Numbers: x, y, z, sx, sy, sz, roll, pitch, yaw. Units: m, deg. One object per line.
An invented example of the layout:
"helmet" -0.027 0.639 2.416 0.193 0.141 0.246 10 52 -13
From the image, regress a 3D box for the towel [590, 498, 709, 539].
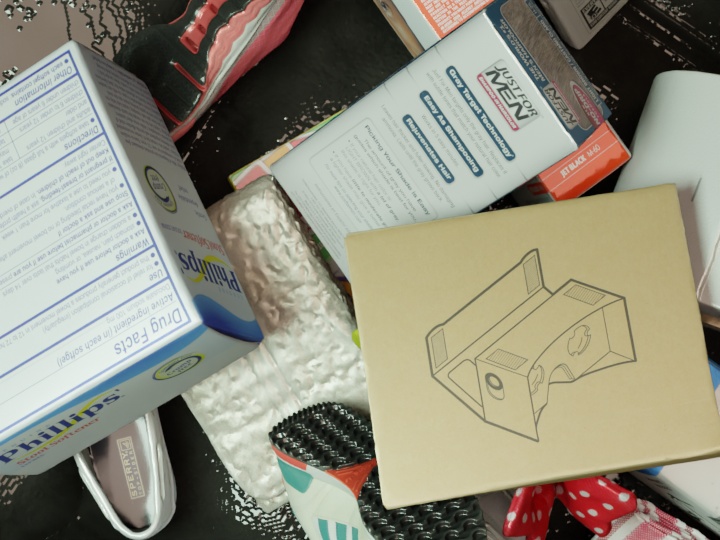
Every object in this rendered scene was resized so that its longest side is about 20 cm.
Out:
"towel" 0.225 0.242 1.160 0.200 0.030 0.146 32 127 -5

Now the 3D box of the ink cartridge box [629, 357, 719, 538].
"ink cartridge box" 0.241 0.126 1.136 0.200 0.146 0.084 36 86 -5

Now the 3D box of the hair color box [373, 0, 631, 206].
"hair color box" 0.085 -0.135 1.135 0.064 0.111 0.200 -35 93 -5

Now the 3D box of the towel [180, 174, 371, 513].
"towel" -0.062 0.050 1.146 0.132 0.034 0.200 -30 94 9

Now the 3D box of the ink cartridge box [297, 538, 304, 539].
"ink cartridge box" -0.079 0.272 1.080 0.047 0.198 0.200 34 88 -4

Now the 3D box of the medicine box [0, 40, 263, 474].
"medicine box" -0.189 -0.003 1.062 0.182 0.103 0.200 -30 74 13

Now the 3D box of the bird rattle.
"bird rattle" 0.099 0.079 1.088 0.113 0.163 0.200 -40 85 6

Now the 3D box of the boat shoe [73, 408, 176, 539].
"boat shoe" -0.166 0.080 1.134 0.073 0.065 0.201 -23 92 -4

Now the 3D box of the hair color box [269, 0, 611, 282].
"hair color box" 0.047 -0.080 1.074 0.200 0.061 0.100 -32 96 39

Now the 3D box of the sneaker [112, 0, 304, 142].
"sneaker" -0.088 -0.147 1.138 0.200 0.087 0.074 -49 64 17

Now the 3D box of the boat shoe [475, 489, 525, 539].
"boat shoe" 0.100 0.224 1.130 0.070 0.072 0.201 -15 113 32

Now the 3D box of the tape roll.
"tape roll" 0.260 -0.028 1.110 0.202 0.203 0.140 20 89 -6

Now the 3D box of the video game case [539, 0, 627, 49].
"video game case" 0.175 -0.268 1.125 0.200 0.182 0.024 -46 51 -3

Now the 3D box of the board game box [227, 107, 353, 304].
"board game box" 0.000 0.000 1.172 0.095 0.030 0.200 -30 96 -5

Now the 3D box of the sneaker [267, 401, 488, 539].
"sneaker" 0.017 0.160 1.060 0.070 0.200 0.094 -27 126 -24

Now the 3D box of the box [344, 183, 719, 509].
"box" 0.100 0.044 1.008 0.199 0.021 0.164 -9 77 2
